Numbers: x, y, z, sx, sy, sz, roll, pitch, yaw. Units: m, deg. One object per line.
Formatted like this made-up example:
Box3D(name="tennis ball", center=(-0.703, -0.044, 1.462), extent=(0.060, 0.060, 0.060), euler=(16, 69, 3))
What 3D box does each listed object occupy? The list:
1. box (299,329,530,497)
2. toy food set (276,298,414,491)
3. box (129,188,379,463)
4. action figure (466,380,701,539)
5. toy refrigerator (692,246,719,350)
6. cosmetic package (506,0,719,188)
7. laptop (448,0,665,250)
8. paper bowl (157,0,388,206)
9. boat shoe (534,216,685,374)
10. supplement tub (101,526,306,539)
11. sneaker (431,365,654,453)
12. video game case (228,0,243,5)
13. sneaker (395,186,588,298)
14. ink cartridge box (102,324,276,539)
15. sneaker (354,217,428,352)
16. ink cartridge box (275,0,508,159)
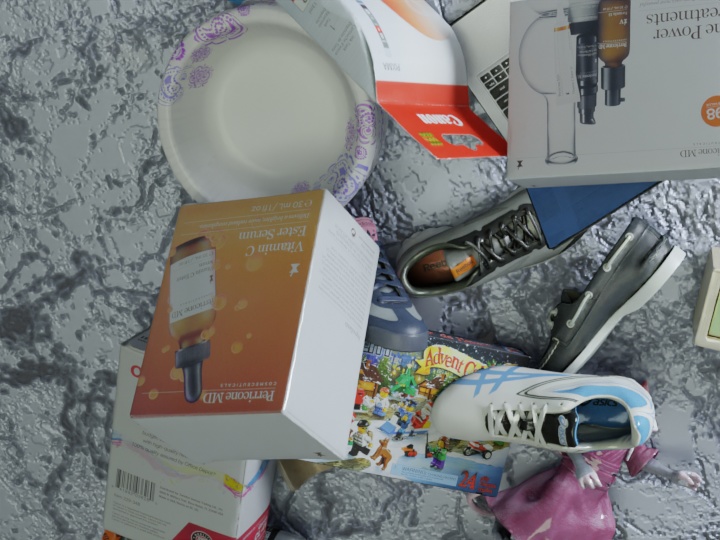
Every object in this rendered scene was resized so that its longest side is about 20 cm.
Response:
Box3D(name="box", center=(0.044, 0.122, 1.234), extent=(0.198, 0.038, 0.138), euler=(12, 97, -8))
Box3D(name="toy food set", center=(-0.010, 0.123, 1.296), extent=(0.199, 0.060, 0.144), euler=(-21, 103, 18))
Box3D(name="box", center=(-0.084, 0.049, 1.120), extent=(0.151, 0.201, 0.106), euler=(-5, 150, 27))
Box3D(name="action figure", center=(0.217, 0.188, 1.264), extent=(0.133, 0.149, 0.201), euler=(25, 96, -31))
Box3D(name="toy refrigerator", center=(0.398, 0.044, 1.171), extent=(0.199, 0.070, 0.076), euler=(13, 111, 9))
Box3D(name="cosmetic package", center=(0.218, -0.148, 1.075), extent=(0.199, 0.052, 0.152), euler=(-2, 85, 27))
Box3D(name="laptop", center=(0.185, -0.161, 1.127), extent=(0.187, 0.116, 0.201), euler=(-33, 98, 20))
Box3D(name="paper bowl", center=(-0.073, -0.142, 1.198), extent=(0.199, 0.104, 0.202), euler=(4, 110, 12))
Box3D(name="boat shoe", center=(0.208, 0.036, 1.214), extent=(0.060, 0.076, 0.200), euler=(42, 110, 6))
Box3D(name="supplement tub", center=(-0.160, 0.306, 1.358), extent=(0.199, 0.123, 0.123), euler=(14, 111, 8))
Box3D(name="sneaker", center=(0.157, 0.126, 1.176), extent=(0.198, 0.073, 0.072), euler=(-2, 106, 14))
Box3D(name="video game case", center=(-0.081, -0.345, 1.132), extent=(0.200, 0.018, 0.143), euler=(-51, 53, 22))
Box3D(name="sneaker", center=(0.121, -0.021, 1.209), extent=(0.199, 0.079, 0.074), euler=(-24, 100, 18))
Box3D(name="ink cartridge box", center=(-0.156, 0.167, 1.268), extent=(0.147, 0.086, 0.201), euler=(18, 112, 17))
Box3D(name="sneaker", center=(0.000, 0.000, 1.197), extent=(0.200, 0.070, 0.083), euler=(40, 119, 45))
Box3D(name="ink cartridge box", center=(0.044, -0.173, 1.097), extent=(0.200, 0.162, 0.050), euler=(45, 116, 21))
